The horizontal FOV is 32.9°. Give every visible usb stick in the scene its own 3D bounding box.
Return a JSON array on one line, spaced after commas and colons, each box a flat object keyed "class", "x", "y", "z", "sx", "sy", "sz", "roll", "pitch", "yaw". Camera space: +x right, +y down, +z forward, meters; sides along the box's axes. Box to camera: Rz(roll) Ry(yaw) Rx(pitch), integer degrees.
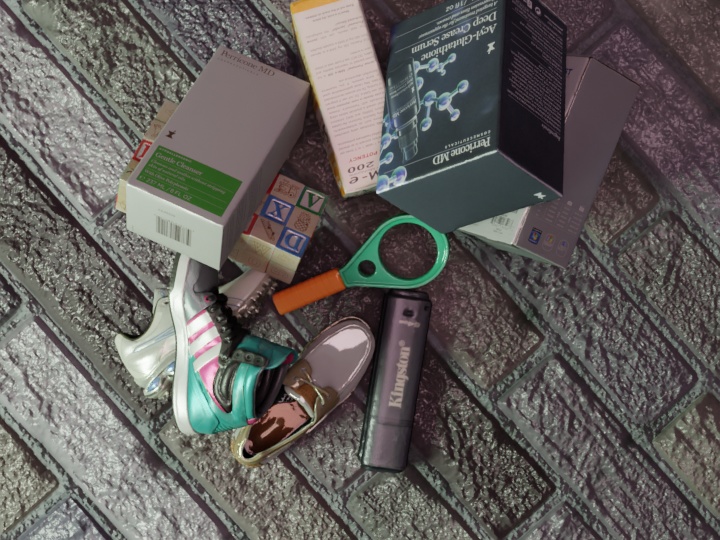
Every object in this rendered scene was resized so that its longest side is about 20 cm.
[{"class": "usb stick", "x": 0.037, "y": 0.120, "z": 1.319, "sx": 0.055, "sy": 0.033, "sz": 0.200, "roll": 9, "pitch": 90, "yaw": -1}]

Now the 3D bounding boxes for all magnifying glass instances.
[{"class": "magnifying glass", "x": 0.000, "y": 0.000, "z": 1.299, "sx": 0.200, "sy": 0.022, "sz": 0.080, "roll": -22, "pitch": 102, "yaw": 14}]

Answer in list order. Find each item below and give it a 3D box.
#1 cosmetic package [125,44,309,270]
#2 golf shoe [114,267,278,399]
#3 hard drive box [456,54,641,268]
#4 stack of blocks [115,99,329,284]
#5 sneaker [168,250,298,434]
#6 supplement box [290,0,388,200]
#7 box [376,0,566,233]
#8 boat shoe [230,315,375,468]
[{"class": "cosmetic package", "x": -0.139, "y": -0.113, "z": 1.205, "sx": 0.108, "sy": 0.085, "sz": 0.200, "roll": 23, "pitch": 58, "yaw": 4}, {"class": "golf shoe", "x": -0.174, "y": 0.042, "z": 1.294, "sx": 0.200, "sy": 0.078, "sz": 0.097, "roll": -42, "pitch": 86, "yaw": -2}, {"class": "hard drive box", "x": 0.176, "y": -0.118, "z": 1.254, "sx": 0.077, "sy": 0.156, "sz": 0.200, "roll": 22, "pitch": 91, "yaw": -31}, {"class": "stack of blocks", "x": -0.139, "y": -0.082, "z": 1.274, "sx": 0.200, "sy": 0.059, "sz": 0.115, "roll": 24, "pitch": 57, "yaw": -2}, {"class": "sneaker", "x": -0.123, "y": 0.065, "z": 1.205, "sx": 0.121, "sy": 0.084, "sz": 0.200, "roll": 0, "pitch": 95, "yaw": 17}, {"class": "supplement box", "x": -0.013, "y": -0.179, "z": 1.269, "sx": 0.073, "sy": 0.126, "sz": 0.200, "roll": -17, "pitch": 90, "yaw": -3}, {"class": "box", "x": 0.109, "y": -0.158, "z": 1.184, "sx": 0.107, "sy": 0.148, "sz": 0.200, "roll": 28, "pitch": 57, "yaw": -41}, {"class": "boat shoe", "x": -0.057, "y": 0.133, "z": 1.298, "sx": 0.075, "sy": 0.068, "sz": 0.200, "roll": 41, "pitch": 89, "yaw": -2}]
